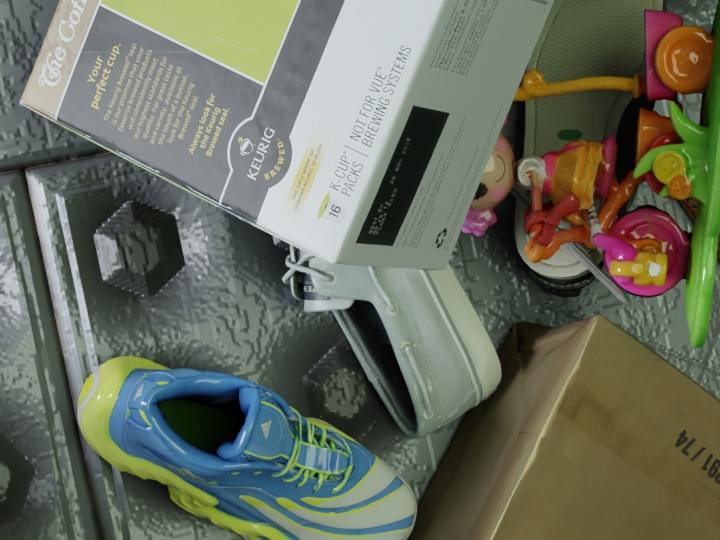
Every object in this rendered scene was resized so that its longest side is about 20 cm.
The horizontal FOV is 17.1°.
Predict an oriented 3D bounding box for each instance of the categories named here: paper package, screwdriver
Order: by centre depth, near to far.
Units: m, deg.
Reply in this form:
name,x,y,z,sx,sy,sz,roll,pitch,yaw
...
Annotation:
name,x,y,z,sx,sy,sz,roll,pitch,yaw
screwdriver,0.078,-0.055,1.297,0.200,0.028,0.029,40,99,10
paper package,0.142,0.151,1.311,0.199,0.103,0.191,33,74,-17

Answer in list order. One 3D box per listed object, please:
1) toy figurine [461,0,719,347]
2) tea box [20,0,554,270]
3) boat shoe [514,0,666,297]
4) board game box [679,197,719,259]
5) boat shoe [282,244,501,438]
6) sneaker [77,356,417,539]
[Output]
name,x,y,z,sx,sy,sz,roll,pitch,yaw
toy figurine,0.099,-0.068,1.251,0.183,0.150,0.201,5,97,6
tea box,-0.025,-0.129,1.161,0.196,0.133,0.201,28,100,23
boat shoe,0.130,-0.084,1.348,0.071,0.068,0.201,9,76,19
board game box,0.283,-0.070,1.427,0.200,0.030,0.096,-41,103,-22
boat shoe,0.000,0.000,1.276,0.071,0.070,0.201,-38,104,-24
sneaker,-0.047,0.103,1.231,0.199,0.105,0.076,21,79,-20
